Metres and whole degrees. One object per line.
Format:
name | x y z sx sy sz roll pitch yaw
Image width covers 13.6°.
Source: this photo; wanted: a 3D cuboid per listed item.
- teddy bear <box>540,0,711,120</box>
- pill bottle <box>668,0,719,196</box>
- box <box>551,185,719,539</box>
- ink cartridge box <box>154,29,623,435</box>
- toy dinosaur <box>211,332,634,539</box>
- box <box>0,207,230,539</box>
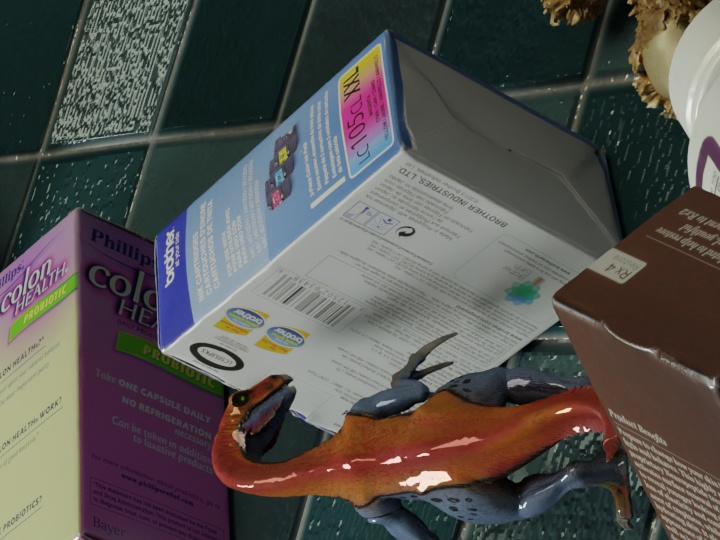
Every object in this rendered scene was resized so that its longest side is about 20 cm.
teddy bear | 0.141 -0.156 1.335 0.200 0.066 0.146 49 119 48
pill bottle | 0.189 -0.027 1.127 0.112 0.112 0.200 -51 36 20
box | 0.152 0.078 1.028 0.075 0.201 0.100 -38 31 -14
ink cartridge box | 0.000 0.000 1.351 0.200 0.136 0.077 -40 38 32
toy dinosaur | 0.022 0.063 1.264 0.180 0.200 0.106 -3 70 5
box | -0.158 0.105 1.541 0.176 0.096 0.201 -38 42 35
